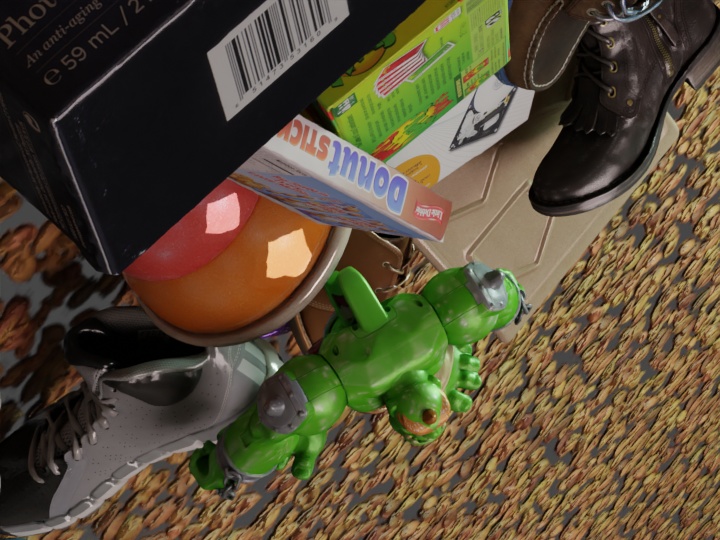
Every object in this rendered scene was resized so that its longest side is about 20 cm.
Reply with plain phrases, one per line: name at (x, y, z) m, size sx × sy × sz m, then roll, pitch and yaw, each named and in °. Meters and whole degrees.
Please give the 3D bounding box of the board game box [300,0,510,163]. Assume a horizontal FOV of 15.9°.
board game box at (0.017, -0.104, 1.196) m, size 0.102 × 0.048 × 0.200 m, roll -39°, pitch 172°, yaw -2°

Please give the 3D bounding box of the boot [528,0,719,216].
boot at (0.136, -0.152, 1.557) m, size 0.200 × 0.069 × 0.174 m, roll -52°, pitch 131°, yaw -19°

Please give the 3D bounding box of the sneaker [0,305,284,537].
sneaker at (-0.149, 0.069, 1.398) m, size 0.200 × 0.075 × 0.115 m, roll -27°, pitch 145°, yaw 12°

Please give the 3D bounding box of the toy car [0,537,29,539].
toy car at (-0.263, 0.265, 1.416) m, size 0.200 × 0.177 × 0.184 m, roll -3°, pitch 145°, yaw -41°

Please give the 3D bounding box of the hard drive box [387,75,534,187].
hard drive box at (0.033, -0.138, 1.435) m, size 0.156 × 0.077 × 0.200 m, roll -36°, pitch 153°, yaw -31°

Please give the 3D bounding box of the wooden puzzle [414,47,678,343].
wooden puzzle at (0.100, -0.075, 1.640) m, size 0.185 × 0.046 × 0.200 m, roll -50°, pitch 137°, yaw -7°

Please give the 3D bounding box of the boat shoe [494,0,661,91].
boat shoe at (0.127, -0.168, 1.368) m, size 0.072 × 0.072 × 0.200 m, roll -27°, pitch 147°, yaw -44°

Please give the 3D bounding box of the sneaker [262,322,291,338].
sneaker at (-0.057, 0.004, 1.471) m, size 0.081 × 0.088 × 0.200 m, roll -56°, pitch 157°, yaw 11°

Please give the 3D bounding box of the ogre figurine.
ogre figurine at (0.005, 0.050, 1.342) m, size 0.200 × 0.098 × 0.120 m, roll -11°, pitch 168°, yaw -8°

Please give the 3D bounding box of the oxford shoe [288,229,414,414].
oxford shoe at (0.000, 0.000, 1.412) m, size 0.071 × 0.071 × 0.200 m, roll -53°, pitch 137°, yaw -42°

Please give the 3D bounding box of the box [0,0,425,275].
box at (-0.103, -0.144, 1.024) m, size 0.200 × 0.198 × 0.123 m, roll -43°, pitch 154°, yaw -16°

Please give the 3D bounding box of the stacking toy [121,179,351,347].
stacking toy at (-0.108, -0.055, 1.275) m, size 0.146 × 0.146 × 0.200 m, roll -53°, pitch 141°, yaw 7°

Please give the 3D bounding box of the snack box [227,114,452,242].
snack box at (-0.032, -0.049, 1.181) m, size 0.200 × 0.072 × 0.024 m, roll 26°, pitch 75°, yaw -61°
